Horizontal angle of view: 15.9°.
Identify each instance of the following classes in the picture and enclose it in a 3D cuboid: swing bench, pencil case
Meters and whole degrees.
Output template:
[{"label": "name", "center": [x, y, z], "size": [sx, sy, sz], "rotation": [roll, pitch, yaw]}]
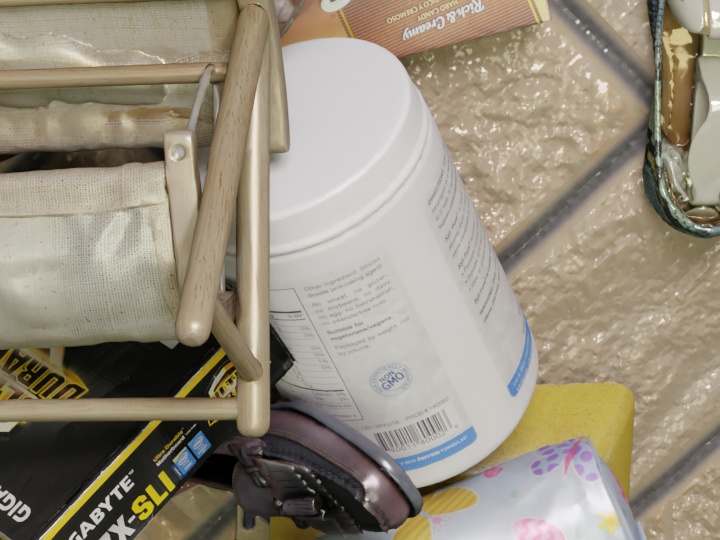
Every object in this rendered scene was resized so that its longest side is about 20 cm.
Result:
[{"label": "swing bench", "center": [-0.140, -0.040, 1.120], "size": [0.198, 0.201, 0.130], "rotation": [-1, 157, 11]}, {"label": "pencil case", "center": [0.048, 0.159, 1.320], "size": [0.199, 0.083, 0.091], "rotation": [-24, 118, 3]}]

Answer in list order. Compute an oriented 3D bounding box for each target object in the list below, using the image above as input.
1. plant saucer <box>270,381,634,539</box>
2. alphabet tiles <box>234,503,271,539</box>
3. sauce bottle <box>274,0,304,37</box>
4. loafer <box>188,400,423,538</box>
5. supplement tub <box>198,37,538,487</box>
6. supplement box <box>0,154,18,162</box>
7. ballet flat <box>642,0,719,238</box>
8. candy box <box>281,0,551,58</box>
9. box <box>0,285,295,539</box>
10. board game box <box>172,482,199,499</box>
[{"label": "plant saucer", "center": [0.051, 0.164, 1.392], "size": [0.199, 0.048, 0.201], "rotation": [-2, 111, -7]}, {"label": "alphabet tiles", "center": [0.028, 0.169, 1.429], "size": [0.199, 0.006, 0.167], "rotation": [2, 111, -3]}, {"label": "sauce bottle", "center": [-0.118, -0.170, 1.193], "size": [0.199, 0.065, 0.065], "rotation": [25, 109, -16]}, {"label": "loafer", "center": [-0.047, 0.100, 1.269], "size": [0.063, 0.200, 0.072], "rotation": [-45, 124, -18]}, {"label": "supplement tub", "center": [0.000, 0.000, 1.268], "size": [0.131, 0.132, 0.201], "rotation": [-21, 129, 6]}, {"label": "supplement box", "center": [-0.233, -0.088, 1.244], "size": [0.199, 0.086, 0.111], "rotation": [-23, 98, -8]}, {"label": "ballet flat", "center": [0.179, -0.109, 1.293], "size": [0.074, 0.074, 0.201], "rotation": [-3, 111, -1]}, {"label": "candy box", "center": [-0.014, -0.160, 1.273], "size": [0.199, 0.057, 0.117], "rotation": [-12, 111, 4]}, {"label": "box", "center": [-0.149, 0.053, 1.243], "size": [0.160, 0.200, 0.049], "rotation": [-45, 132, -15]}, {"label": "board game box", "center": [-0.146, 0.089, 1.352], "size": [0.199, 0.019, 0.103], "rotation": [-26, 113, -11]}]
